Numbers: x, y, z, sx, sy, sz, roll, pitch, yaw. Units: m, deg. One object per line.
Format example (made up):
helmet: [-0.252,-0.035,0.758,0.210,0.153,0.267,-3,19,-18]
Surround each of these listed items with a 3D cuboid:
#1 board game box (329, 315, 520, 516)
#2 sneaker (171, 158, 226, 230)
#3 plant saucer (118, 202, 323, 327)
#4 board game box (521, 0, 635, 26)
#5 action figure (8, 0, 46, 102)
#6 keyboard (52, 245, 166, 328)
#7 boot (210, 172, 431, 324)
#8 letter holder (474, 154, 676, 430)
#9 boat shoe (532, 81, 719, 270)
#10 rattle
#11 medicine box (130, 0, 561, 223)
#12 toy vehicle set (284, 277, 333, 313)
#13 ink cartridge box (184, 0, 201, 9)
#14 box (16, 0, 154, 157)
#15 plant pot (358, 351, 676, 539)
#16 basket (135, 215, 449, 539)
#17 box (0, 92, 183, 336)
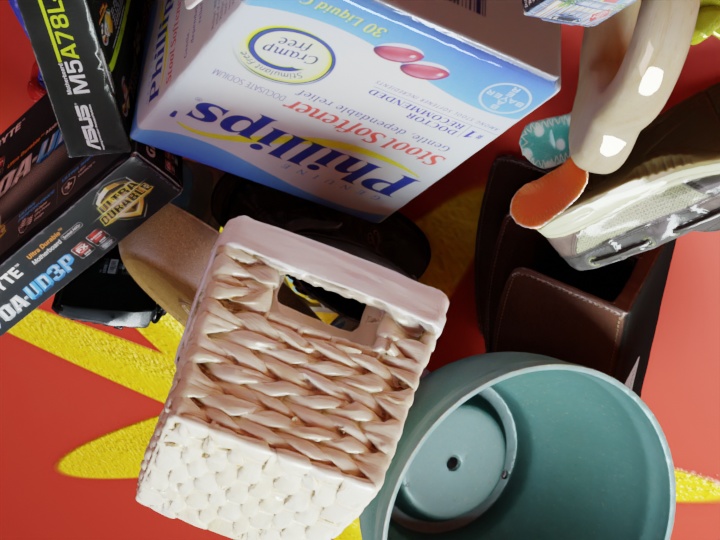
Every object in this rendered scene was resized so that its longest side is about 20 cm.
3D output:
board game box: [0.051,0.120,0.995,0.200,0.043,0.199,47,172,-5]
sneaker: [-0.192,-0.063,0.978,0.130,0.080,0.199,21,170,-34]
plant saucer: [-0.101,0.021,0.893,0.199,0.036,0.200,34,164,11]
board game box: [0.152,-0.228,0.541,0.199,0.061,0.202,-9,87,42]
action figure: [-0.220,-0.181,0.944,0.099,0.065,0.201,25,143,29]
keyboard: [-0.189,0.015,1.036,0.103,0.200,0.040,5,109,-7]
boot: [0.000,0.000,0.851,0.199,0.070,0.174,15,-167,-34]
letter holder: [0.126,0.036,0.888,0.141,0.101,0.201,22,142,20]
boat shoe: [0.195,-0.055,0.736,0.200,0.072,0.066,-22,126,27]
rattle: [0.176,-0.102,0.694,0.142,0.131,0.201,-1,126,-19]
medicine box: [-0.012,-0.132,0.746,0.181,0.104,0.200,18,150,-25]
toy vehicle set: [-0.043,-0.048,0.987,0.124,0.027,0.201,2,132,37]
ink cartridge box: [-0.083,-0.250,0.647,0.067,0.202,0.117,13,158,-36]
box: [-0.167,-0.206,0.771,0.047,0.201,0.194,-3,136,3]
plant pot: [0.080,0.139,0.817,0.201,0.200,0.134,53,170,-23]
basket: [-0.048,0.080,0.746,0.135,0.124,0.200,20,153,-6]
box: [-0.205,-0.062,0.872,0.199,0.160,0.046,-35,129,23]
